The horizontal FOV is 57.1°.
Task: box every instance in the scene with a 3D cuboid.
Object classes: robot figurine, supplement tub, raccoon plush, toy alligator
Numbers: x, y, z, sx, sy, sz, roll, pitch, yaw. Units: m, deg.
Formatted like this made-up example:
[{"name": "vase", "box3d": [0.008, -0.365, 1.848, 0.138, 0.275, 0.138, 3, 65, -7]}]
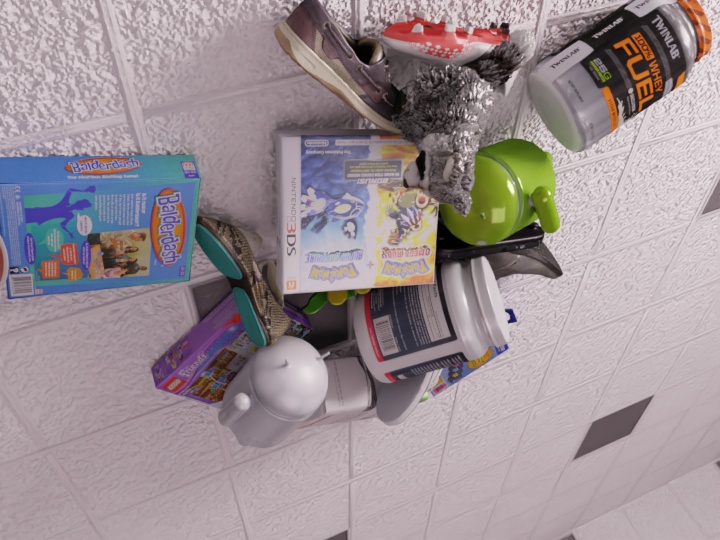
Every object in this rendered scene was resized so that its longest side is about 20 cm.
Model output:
[{"name": "robot figurine", "box3d": [0.179, -0.104, 0.865, 0.198, 0.173, 0.119, -26, 123, -43]}, {"name": "supplement tub", "box3d": [0.319, -0.251, 0.820, 0.198, 0.124, 0.123, -34, 142, 4]}, {"name": "raccoon plush", "box3d": [0.118, -0.156, 0.672, 0.200, 0.135, 0.096, -43, 139, 14]}, {"name": "supplement tub", "box3d": [0.100, 0.069, 0.940, 0.196, 0.143, 0.141, -18, 145, 17]}, {"name": "robot figurine", "box3d": [-0.117, 0.167, 0.910, 0.168, 0.114, 0.200, -21, 159, -46]}, {"name": "toy alligator", "box3d": [0.000, 0.000, 0.941, 0.196, 0.059, 0.055, -24, 101, -9]}]

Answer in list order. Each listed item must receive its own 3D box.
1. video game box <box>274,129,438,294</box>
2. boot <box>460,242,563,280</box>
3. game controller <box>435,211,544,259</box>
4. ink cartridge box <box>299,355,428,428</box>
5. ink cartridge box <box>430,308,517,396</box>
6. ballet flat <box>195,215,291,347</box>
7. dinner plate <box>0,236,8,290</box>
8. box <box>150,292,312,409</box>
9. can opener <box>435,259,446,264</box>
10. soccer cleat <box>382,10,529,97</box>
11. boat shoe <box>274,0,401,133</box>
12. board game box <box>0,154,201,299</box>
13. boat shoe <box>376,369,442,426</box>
[{"name": "video game box", "box3d": [-0.003, -0.071, 0.783, 0.195, 0.047, 0.187, -4, 111, -15]}, {"name": "boot", "box3d": [0.233, -0.005, 1.086, 0.197, 0.069, 0.131, 22, 124, -37]}, {"name": "game controller", "box3d": [0.164, -0.059, 0.939, 0.196, 0.105, 0.043, -8, 134, -26]}, {"name": "ink cartridge box", "box3d": [-0.012, 0.194, 1.072, 0.196, 0.086, 0.145, 0, 159, -33]}, {"name": "ink cartridge box", "box3d": [0.178, 0.118, 1.165, 0.198, 0.077, 0.137, -34, 142, 2]}, {"name": "ballet flat", "box3d": [-0.140, 0.002, 0.827, 0.075, 0.067, 0.203, -44, 126, -32]}, {"name": "dinner plate", "box3d": [-0.443, -0.022, 0.629, 0.195, 0.025, 0.203, -10, 137, -9]}, {"name": "box", "box3d": [-0.182, 0.112, 0.949, 0.199, 0.039, 0.136, -41, 141, 12]}, {"name": "can opener", "box3d": [0.075, 0.051, 1.048, 0.052, 0.067, 0.203, 24, 123, -1]}, {"name": "soccer cleat", "box3d": [0.107, -0.235, 0.742, 0.196, 0.069, 0.087, -9, 126, -33]}, {"name": "boat shoe", "box3d": [0.000, -0.212, 0.696, 0.198, 0.073, 0.065, 26, 122, -40]}, {"name": "board game box", "box3d": [-0.277, -0.048, 0.710, 0.196, 0.045, 0.154, -5, 134, -28]}, {"name": "boat shoe", "box3d": [0.092, 0.156, 1.024, 0.066, 0.071, 0.203, 52, 55, -40]}]
